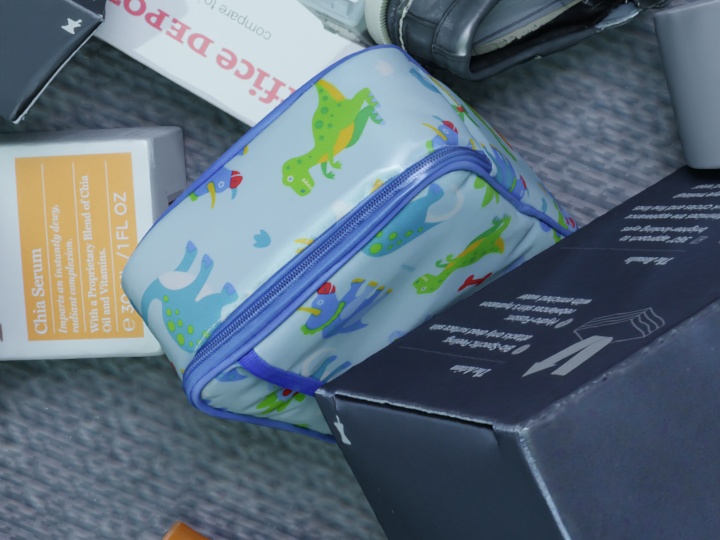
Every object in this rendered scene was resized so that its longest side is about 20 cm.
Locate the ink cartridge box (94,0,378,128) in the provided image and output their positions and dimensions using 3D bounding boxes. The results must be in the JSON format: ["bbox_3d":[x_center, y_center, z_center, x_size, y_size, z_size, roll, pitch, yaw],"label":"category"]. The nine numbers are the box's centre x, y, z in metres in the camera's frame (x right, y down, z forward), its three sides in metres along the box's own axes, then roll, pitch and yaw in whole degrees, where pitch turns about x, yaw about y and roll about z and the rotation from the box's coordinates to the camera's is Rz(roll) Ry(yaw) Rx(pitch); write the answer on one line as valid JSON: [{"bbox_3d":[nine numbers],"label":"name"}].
[{"bbox_3d":[-0.019,-0.164,0.858,0.147,0.086,0.200,30,99,1],"label":"ink cartridge box"}]

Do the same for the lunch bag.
[{"bbox_3d":[0.000,0.000,0.820,0.161,0.200,0.083,-40,68,9],"label":"lunch bag"}]

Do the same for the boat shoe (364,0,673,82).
[{"bbox_3d":[0.101,-0.131,0.814,0.199,0.066,0.075,-22,130,-25],"label":"boat shoe"}]

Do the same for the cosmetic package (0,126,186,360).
[{"bbox_3d":[-0.183,-0.012,0.906,0.199,0.071,0.102,-3,98,8],"label":"cosmetic package"}]

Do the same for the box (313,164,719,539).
[{"bbox_3d":[0.118,0.050,0.722,0.200,0.197,0.118,-30,100,-17],"label":"box"}]

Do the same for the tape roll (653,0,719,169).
[{"bbox_3d":[0.220,-0.098,0.778,0.200,0.200,0.066,-15,95,9],"label":"tape roll"}]

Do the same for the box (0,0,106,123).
[{"bbox_3d":[-0.197,-0.170,0.780,0.200,0.141,0.079,28,130,-24],"label":"box"}]

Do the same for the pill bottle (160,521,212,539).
[{"bbox_3d":[-0.023,0.199,0.897,0.200,0.106,0.106,33,100,1],"label":"pill bottle"}]
